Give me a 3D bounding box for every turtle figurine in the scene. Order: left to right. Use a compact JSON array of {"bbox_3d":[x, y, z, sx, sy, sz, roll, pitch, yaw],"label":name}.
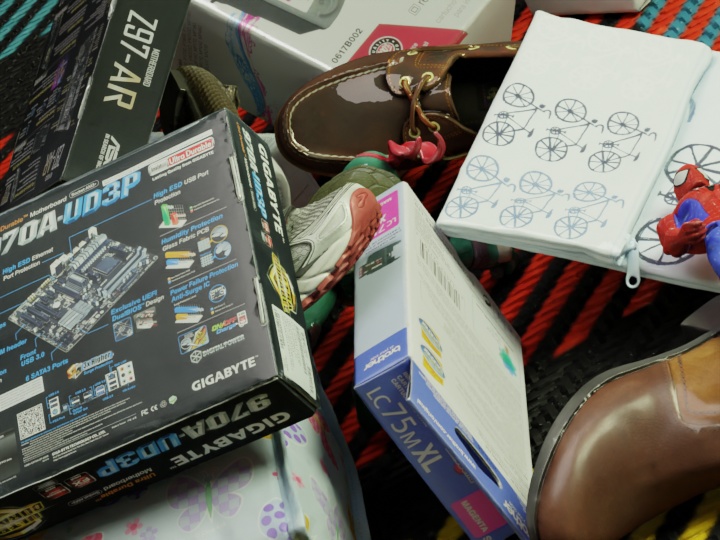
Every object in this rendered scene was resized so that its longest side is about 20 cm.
[{"bbox_3d":[0.000,0.000,1.628,0.149,0.101,0.200,-13,38,29],"label":"turtle figurine"}]

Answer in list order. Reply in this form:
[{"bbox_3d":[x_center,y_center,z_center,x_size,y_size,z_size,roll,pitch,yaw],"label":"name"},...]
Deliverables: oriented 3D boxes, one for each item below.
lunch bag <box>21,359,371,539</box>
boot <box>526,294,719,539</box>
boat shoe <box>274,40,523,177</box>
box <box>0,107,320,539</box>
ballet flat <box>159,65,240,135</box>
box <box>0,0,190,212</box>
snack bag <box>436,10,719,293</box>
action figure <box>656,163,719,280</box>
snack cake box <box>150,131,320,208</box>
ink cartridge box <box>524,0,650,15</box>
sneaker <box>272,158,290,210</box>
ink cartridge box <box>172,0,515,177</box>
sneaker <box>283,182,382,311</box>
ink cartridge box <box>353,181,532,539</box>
[{"bbox_3d":[-0.092,0.125,1.468,0.169,0.127,0.200,-25,34,11],"label":"lunch bag"},{"bbox_3d":[0.197,0.091,1.342,0.188,0.069,0.200,-32,31,-29],"label":"boot"},{"bbox_3d":[0.049,-0.099,1.691,0.199,0.071,0.070,-12,-1,-5],"label":"boat shoe"},{"bbox_3d":[-0.127,0.031,1.425,0.199,0.046,0.160,-24,55,17],"label":"box"},{"bbox_3d":[-0.074,-0.064,1.710,0.046,0.068,0.200,-1,28,-20],"label":"ballet flat"},{"bbox_3d":[-0.154,-0.107,1.703,0.200,0.043,0.161,159,128,-70],"label":"box"},{"bbox_3d":[0.161,-0.062,1.558,0.199,0.021,0.189,13,46,16],"label":"snack bag"},{"bbox_3d":[0.187,-0.013,1.426,0.065,0.052,0.200,-14,20,-7],"label":"action figure"},{"bbox_3d":[-0.128,-0.026,1.817,0.199,0.067,0.115,5,45,47],"label":"snack cake box"},{"bbox_3d":[0.138,-0.248,1.775,0.173,0.200,0.044,3,41,47],"label":"ink cartridge box"},{"bbox_3d":[-0.099,-0.027,1.614,0.073,0.200,0.116,-6,54,-24],"label":"sneaker"},{"bbox_3d":[-0.022,-0.163,1.818,0.199,0.086,0.148,29,58,16],"label":"ink cartridge box"},{"bbox_3d":[-0.076,-0.003,1.480,0.199,0.082,0.078,-23,13,32],"label":"sneaker"},{"bbox_3d":[0.041,0.054,1.470,0.042,0.119,0.200,-30,28,15],"label":"ink cartridge box"}]
